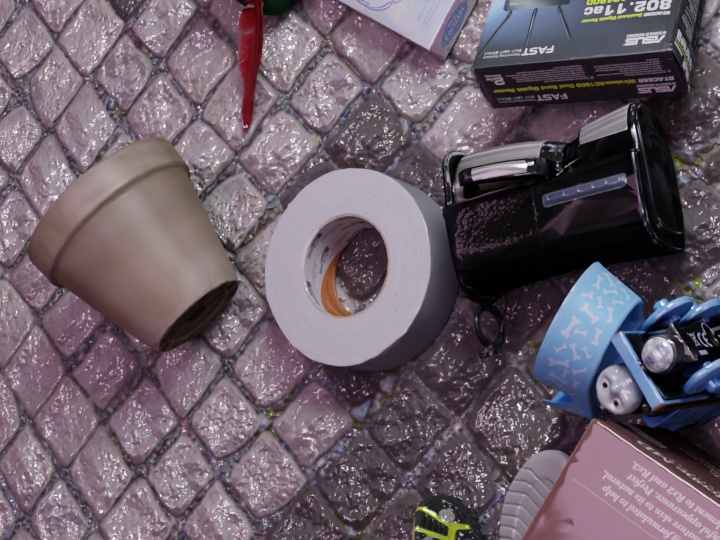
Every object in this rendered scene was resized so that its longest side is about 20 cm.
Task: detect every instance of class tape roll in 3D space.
[{"bbox_3d":[0.000,0.000,1.374,0.198,0.066,0.203,-6,78,31],"label":"tape roll"}]

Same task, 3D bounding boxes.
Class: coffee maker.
[{"bbox_3d":[0.193,-0.039,1.241,0.198,0.134,0.194,-12,99,30],"label":"coffee maker"}]

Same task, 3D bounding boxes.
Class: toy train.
[{"bbox_3d":[0.270,0.082,1.121,0.114,0.199,0.087,-44,65,29],"label":"toy train"}]

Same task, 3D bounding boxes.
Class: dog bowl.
[{"bbox_3d":[0.202,0.068,1.166,0.049,0.200,0.112,29,80,21],"label":"dog bowl"}]

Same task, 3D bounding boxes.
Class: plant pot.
[{"bbox_3d":[-0.231,-0.013,1.460,0.200,0.200,0.174,-45,78,17],"label":"plant pot"}]

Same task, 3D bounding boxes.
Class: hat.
[{"bbox_3d":[-0.082,-0.298,1.475,0.177,0.165,0.200,54,142,-4],"label":"hat"}]

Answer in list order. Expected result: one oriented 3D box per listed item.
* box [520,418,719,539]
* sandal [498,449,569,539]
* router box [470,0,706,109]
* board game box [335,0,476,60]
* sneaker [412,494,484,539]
[{"bbox_3d":[0.248,0.237,1.103,0.165,0.199,0.165,35,100,30],"label":"box"},{"bbox_3d":[0.167,0.260,1.242,0.082,0.049,0.205,23,107,47],"label":"sandal"},{"bbox_3d":[0.215,-0.232,1.248,0.198,0.062,0.151,-1,56,30],"label":"router box"},{"bbox_3d":[0.056,-0.354,1.411,0.198,0.043,0.201,35,100,32],"label":"board game box"},{"bbox_3d":[0.085,0.309,1.264,0.077,0.075,0.202,111,152,-51],"label":"sneaker"}]
